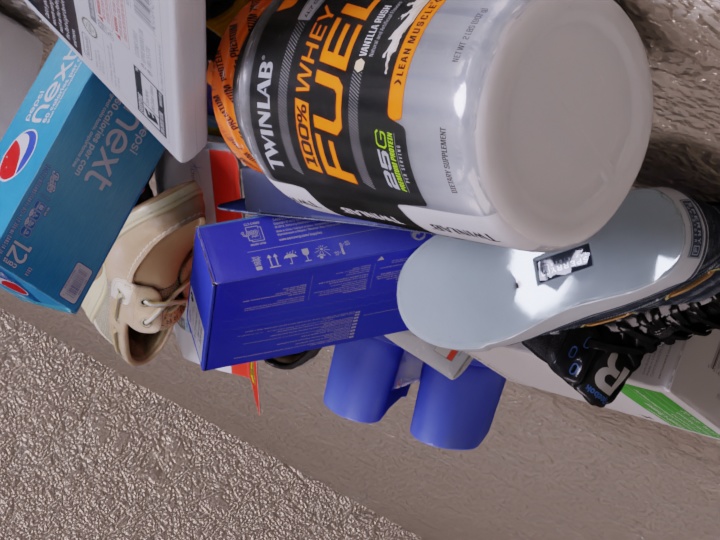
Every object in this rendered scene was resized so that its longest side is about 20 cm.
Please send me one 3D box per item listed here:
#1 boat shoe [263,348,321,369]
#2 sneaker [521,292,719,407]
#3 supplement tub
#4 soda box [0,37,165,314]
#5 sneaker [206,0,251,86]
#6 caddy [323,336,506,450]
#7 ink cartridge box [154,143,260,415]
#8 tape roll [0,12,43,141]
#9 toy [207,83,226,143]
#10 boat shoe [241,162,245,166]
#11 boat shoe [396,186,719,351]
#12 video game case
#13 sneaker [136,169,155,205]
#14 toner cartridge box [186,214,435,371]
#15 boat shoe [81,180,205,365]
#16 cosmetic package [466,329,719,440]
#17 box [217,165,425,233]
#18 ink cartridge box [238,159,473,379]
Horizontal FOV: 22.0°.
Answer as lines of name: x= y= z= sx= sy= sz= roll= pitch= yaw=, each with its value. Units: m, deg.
boat shoe: x=-0.041 y=0.016 z=1.204 sx=0.074 sy=0.060 sz=0.200 roll=36 pitch=163 yaw=1
sneaker: x=0.175 y=0.032 z=1.072 sx=0.073 sy=0.112 sz=0.200 roll=31 pitch=168 yaw=-38
supplement tub: x=0.027 y=-0.081 z=0.868 sx=0.199 sy=0.123 sz=0.122 roll=12 pitch=162 yaw=47
soda box: x=-0.151 y=-0.080 z=1.041 sx=0.064 sy=0.201 sz=0.068 roll=36 pitch=164 yaw=-33
sneaker: x=-0.078 y=-0.138 z=0.992 sx=0.090 sy=0.070 sz=0.200 roll=20 pitch=164 yaw=50
caddy: x=0.051 y=0.067 z=1.467 sx=0.141 sy=0.106 sz=0.200 roll=16 pitch=-172 yaw=9
ink cartridge box: x=-0.104 y=-0.009 z=1.234 sx=0.047 sy=0.161 sz=0.200 roll=-7 pitch=-161 yaw=-8
tape roll: x=-0.331 y=-0.113 z=1.279 sx=0.139 sy=0.203 sz=0.202 roll=32 pitch=167 yaw=-26
toy: x=-0.109 y=-0.114 z=1.160 sx=0.115 sy=0.047 sz=0.200 roll=4 pitch=-170 yaw=-31
boat shoe: x=0.002 y=-0.046 z=1.209 sx=0.200 sy=0.057 sz=0.067 roll=32 pitch=-174 yaw=-44
boat shoe: x=0.119 y=0.004 z=1.020 sx=0.200 sy=0.071 sz=0.091 roll=-14 pitch=167 yaw=39
video game case: x=-0.140 y=-0.159 z=0.897 sx=0.182 sy=0.023 sz=0.200 roll=45 pitch=163 yaw=12
sneaker: x=-0.158 y=-0.047 z=1.222 sx=0.200 sy=0.070 sz=0.100 roll=-136 pitch=28 yaw=-69
toner cartridge box: x=0.000 y=0.000 z=1.091 sx=0.199 sy=0.043 sz=0.095 roll=-10 pitch=149 yaw=-17
boat shoe: x=-0.132 y=0.005 z=1.194 sx=0.065 sy=0.072 sz=0.200 roll=59 pitch=152 yaw=11
cosmetic package: x=0.159 y=0.038 z=1.203 sx=0.199 sy=0.085 sz=0.107 roll=12 pitch=165 yaw=45
box: x=0.022 y=-0.053 z=1.029 sx=0.121 sy=0.033 sz=0.199 roll=-19 pitch=-163 yaw=-41
ink cartridge box: x=-0.020 y=-0.011 z=1.316 sx=0.200 sy=0.050 sz=0.162 roll=29 pitch=-170 yaw=-29
